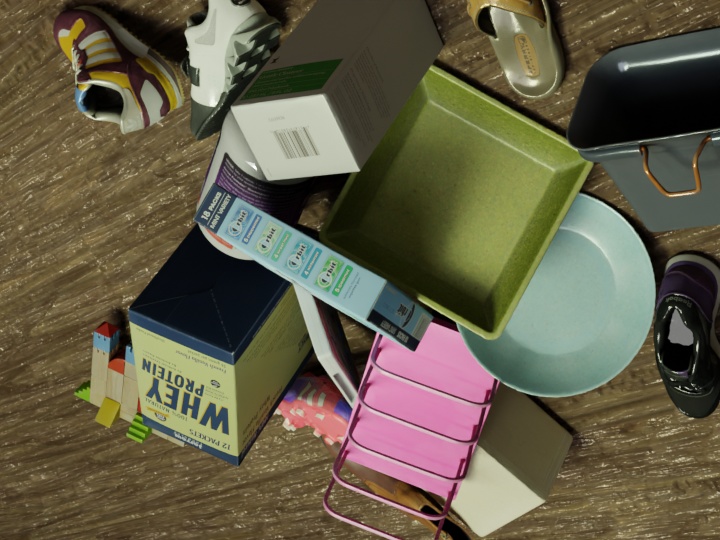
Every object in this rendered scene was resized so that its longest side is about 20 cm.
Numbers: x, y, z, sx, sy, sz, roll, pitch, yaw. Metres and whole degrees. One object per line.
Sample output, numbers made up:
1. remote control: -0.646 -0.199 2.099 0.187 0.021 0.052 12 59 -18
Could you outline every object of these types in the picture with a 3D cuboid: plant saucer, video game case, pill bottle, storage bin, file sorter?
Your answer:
1. plant saucer: 0.190 0.022 1.328 0.198 0.039 0.204 1 93 12
2. plant saucer: 0.091 -0.067 1.290 0.198 0.201 0.048 29 180 6
3. video game case: -0.036 0.064 1.463 0.017 0.144 0.200 -21 154 3
4. pill bottle: -0.098 -0.111 1.393 0.111 0.112 0.201 31 140 3
5. storage bin: 0.294 -0.104 1.130 0.198 0.147 0.135 -7 136 38
6. file sorter: 0.053 0.165 1.385 0.137 0.126 0.202 20 119 5

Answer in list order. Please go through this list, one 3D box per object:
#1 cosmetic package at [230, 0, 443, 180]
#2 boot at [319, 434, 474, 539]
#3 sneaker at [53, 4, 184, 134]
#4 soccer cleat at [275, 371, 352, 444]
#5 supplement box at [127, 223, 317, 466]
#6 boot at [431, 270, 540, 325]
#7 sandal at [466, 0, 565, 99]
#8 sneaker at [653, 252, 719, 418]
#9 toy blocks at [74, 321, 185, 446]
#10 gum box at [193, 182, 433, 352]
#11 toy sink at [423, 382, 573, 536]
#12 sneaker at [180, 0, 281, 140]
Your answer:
1. cosmetic package: -0.017 -0.175 1.209 0.107 0.201 0.085 -4 129 33
2. boot: 0.039 0.258 1.609 0.189 0.068 0.200 51 175 -19
3. sneaker: -0.276 -0.210 1.404 0.199 0.090 0.076 32 145 33
4. soccer cleat: -0.047 0.155 1.594 0.067 0.077 0.200 46 161 -15
5. supplement box: -0.151 0.070 1.535 0.133 0.201 0.201 21 139 16
6. boot: 0.171 0.041 1.400 0.198 0.068 0.131 26 135 9
7. sandal: 0.124 -0.228 1.175 0.080 0.054 0.201 -3 127 35
8. sneaker: 0.314 0.085 1.326 0.075 0.088 0.202 8 133 27
9. toy blocks: -0.281 0.141 1.787 0.198 0.100 0.138 23 127 14
10. gum box: -0.041 0.000 1.284 0.199 0.045 0.170 29 177 22
11. toy sink: 0.119 0.183 1.533 0.199 0.112 0.130 39 138 -6
12. sneaker: -0.143 -0.215 1.366 0.089 0.074 0.200 48 142 11
